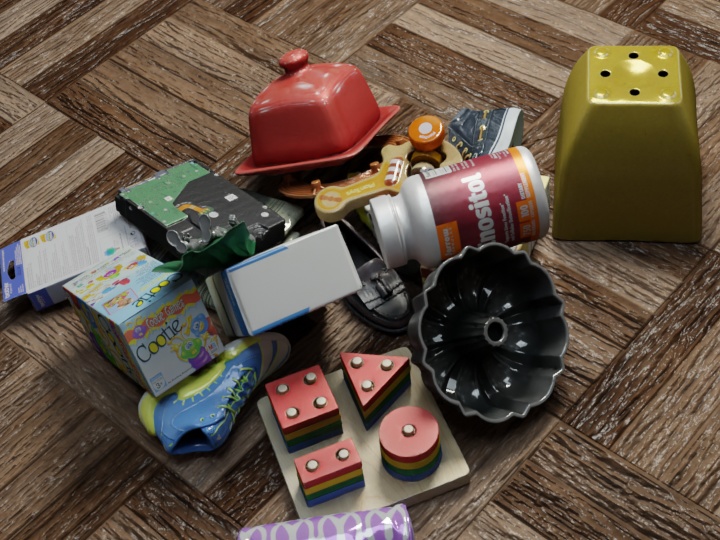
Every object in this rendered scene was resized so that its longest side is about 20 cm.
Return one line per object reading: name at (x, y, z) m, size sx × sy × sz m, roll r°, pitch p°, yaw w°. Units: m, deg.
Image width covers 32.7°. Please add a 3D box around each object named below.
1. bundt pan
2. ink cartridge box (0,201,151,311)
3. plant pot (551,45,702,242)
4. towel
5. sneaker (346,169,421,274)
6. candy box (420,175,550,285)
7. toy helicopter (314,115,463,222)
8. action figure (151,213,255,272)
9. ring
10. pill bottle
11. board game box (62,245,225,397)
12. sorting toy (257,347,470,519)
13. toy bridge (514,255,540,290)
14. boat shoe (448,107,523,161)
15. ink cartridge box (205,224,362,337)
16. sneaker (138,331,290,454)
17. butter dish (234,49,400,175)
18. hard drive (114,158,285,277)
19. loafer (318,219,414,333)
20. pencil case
bundt pan at (0.138, 0.074, 1.414) m, size 0.201 × 0.204 × 0.076 m, roll -36°, pitch 9°, yaw -24°
ink cartridge box at (-0.383, -0.019, 1.644) m, size 0.197 × 0.042 × 0.120 m, roll -21°, pitch 43°, yaw -4°
plant pot at (0.346, -0.177, 1.587) m, size 0.192 × 0.202 × 0.196 m, roll 1°, pitch 47°, yaw 10°
towel at (-0.195, -0.036, 1.658) m, size 0.190 × 0.035 × 0.201 m, roll 18°, pitch 54°, yaw 27°
sneaker at (0.048, -0.078, 1.620) m, size 0.084 × 0.075 × 0.201 m, roll -25°, pitch 48°, yaw -8°
candy box at (0.165, -0.046, 1.590) m, size 0.114 × 0.056 × 0.201 m, roll 12°, pitch 51°, yaw 20°
toy helicopter at (0.038, -0.101, 1.550) m, size 0.197 × 0.079 × 0.134 m, roll -19°, pitch 55°, yaw 2°
action figure at (-0.168, -0.030, 1.445) m, size 0.117 × 0.200 × 0.055 m, roll -23°, pitch 83°, yaw 7°
ring at (-0.021, -0.149, 1.683) m, size 0.197 × 0.019 × 0.201 m, roll -17°, pitch 22°, yaw 7°
pill bottle at (0.116, -0.068, 1.454) m, size 0.197 × 0.114 × 0.114 m, roll -16°, pitch 46°, yaw -2°
board game box at (-0.263, 0.057, 1.477) m, size 0.104 × 0.104 × 0.199 m, roll -33°, pitch 27°, yaw -21°
sorting toy at (-0.002, 0.177, 1.397) m, size 0.196 × 0.070 × 0.201 m, roll -19°, pitch 47°, yaw -9°
toy bridge at (0.136, -0.030, 1.522) m, size 0.067 × 0.027 × 0.199 m, roll -36°, pitch 50°, yaw -19°
boat shoe at (0.152, -0.142, 1.603) m, size 0.089 × 0.072 × 0.201 m, roll 4°, pitch 41°, yaw 19°
ink cartridge box at (-0.098, 0.016, 1.472) m, size 0.143 × 0.200 × 0.085 m, roll -23°, pitch 92°, yaw -15°
sneaker at (-0.158, 0.155, 1.443) m, size 0.198 × 0.076 × 0.106 m, roll -28°, pitch 51°, yaw -8°
butter dish at (-0.073, -0.230, 1.692) m, size 0.197 × 0.150 × 0.200 m, roll -6°, pitch 24°, yaw 27°
hard drive at (-0.213, -0.072, 1.621) m, size 0.199 × 0.038 × 0.139 m, roll 33°, pitch 44°, yaw 33°
loafer at (0.000, 0.000, 1.566) m, size 0.071 × 0.064 × 0.200 m, roll -28°, pitch 49°, yaw -17°
pencil case at (-0.036, 0.299, 1.283) m, size 0.196 × 0.084 × 0.087 m, roll -10°, pitch 81°, yaw 2°
